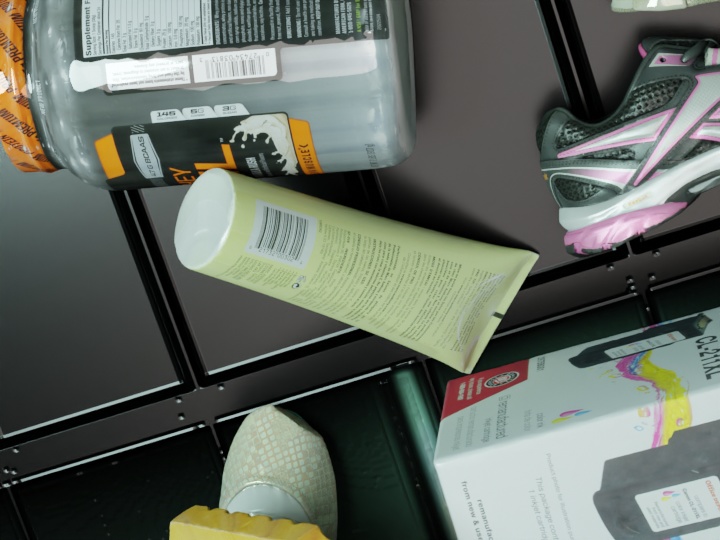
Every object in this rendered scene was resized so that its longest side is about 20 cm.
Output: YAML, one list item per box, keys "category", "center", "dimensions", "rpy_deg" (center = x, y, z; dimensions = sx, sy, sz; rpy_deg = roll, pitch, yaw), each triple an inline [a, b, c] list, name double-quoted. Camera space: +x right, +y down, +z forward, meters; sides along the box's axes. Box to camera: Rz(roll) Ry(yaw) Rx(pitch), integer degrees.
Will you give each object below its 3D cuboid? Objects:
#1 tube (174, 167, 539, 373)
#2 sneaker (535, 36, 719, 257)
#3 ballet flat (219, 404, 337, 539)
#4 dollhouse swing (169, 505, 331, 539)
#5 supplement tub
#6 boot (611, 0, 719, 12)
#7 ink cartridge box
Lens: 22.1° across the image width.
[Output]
- category: "tube"
  center: [0.000, 0.000, 0.937]
  dimensions: [0.199, 0.052, 0.058]
  rpy_deg: [17, 151, -35]
- category: "sneaker"
  center: [0.177, -0.085, 0.921]
  dimensions: [0.199, 0.080, 0.087]
  rpy_deg: [-27, 89, 6]
- category: "ballet flat"
  center: [-0.050, 0.176, 1.013]
  dimensions: [0.067, 0.062, 0.201]
  rpy_deg: [6, 104, 4]
- category: "dollhouse swing"
  center: [0.030, 0.182, 0.920]
  dimensions: [0.181, 0.200, 0.177]
  rpy_deg: [-17, 96, -31]
- category: "supplement tub"
  center: [-0.076, -0.104, 0.915]
  dimensions: [0.199, 0.123, 0.123]
  rpy_deg: [-5, 104, 7]
- category: "boot"
  center: [0.122, -0.203, 0.900]
  dimensions: [0.199, 0.072, 0.156]
  rpy_deg: [1, 107, 5]
- category: "ink cartridge box"
  center: [0.146, 0.085, 0.929]
  dimensions: [0.199, 0.146, 0.083]
  rpy_deg: [-16, 100, 9]
